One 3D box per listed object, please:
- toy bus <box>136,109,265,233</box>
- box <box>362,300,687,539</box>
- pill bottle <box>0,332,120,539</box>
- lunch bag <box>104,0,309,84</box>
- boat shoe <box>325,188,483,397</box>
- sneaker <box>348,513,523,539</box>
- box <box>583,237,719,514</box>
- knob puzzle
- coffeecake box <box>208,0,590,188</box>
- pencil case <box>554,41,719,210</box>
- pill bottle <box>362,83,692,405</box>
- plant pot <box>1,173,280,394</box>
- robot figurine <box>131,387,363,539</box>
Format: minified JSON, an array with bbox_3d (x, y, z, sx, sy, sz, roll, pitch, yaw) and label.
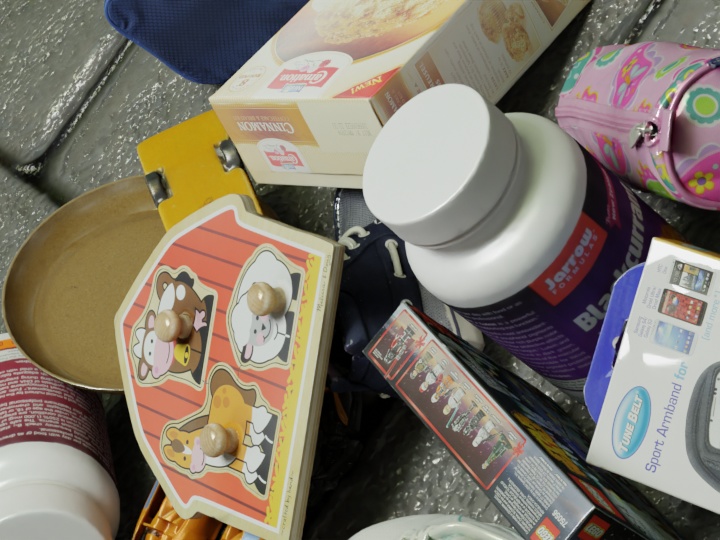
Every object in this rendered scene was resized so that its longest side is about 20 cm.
[{"bbox_3d":[-0.090,-0.020,1.337,0.065,0.078,0.200,-23,47,-2],"label":"toy bus"},{"bbox_3d":[0.098,0.104,1.060,0.040,0.137,0.200,-51,40,7],"label":"box"},{"bbox_3d":[-0.218,0.137,1.347,0.114,0.114,0.200,-43,29,13],"label":"pill bottle"},{"bbox_3d":[-0.093,-0.254,1.511,0.200,0.136,0.133,-34,44,23],"label":"lunch bag"},{"bbox_3d":[0.000,0.000,1.244,0.075,0.092,0.200,-66,32,30],"label":"boat shoe"},{"bbox_3d":[0.051,0.160,1.114,0.200,0.080,0.071,0,65,47],"label":"sneaker"},{"bbox_3d":[0.197,0.062,0.993,0.199,0.041,0.120,19,97,29],"label":"box"},{"bbox_3d":[-0.095,0.052,1.222,0.219,0.030,0.221,-4,85,49],"label":"knob puzzle"},{"bbox_3d":[0.026,-0.141,1.307,0.153,0.073,0.200,5,44,47],"label":"coffeecake box"},{"bbox_3d":[0.168,-0.081,1.113,0.088,0.087,0.200,-53,13,1],"label":"pencil case"},{"bbox_3d":[0.094,-0.014,1.099,0.111,0.200,0.112,-25,47,31],"label":"pill bottle"},{"bbox_3d":[-0.143,0.012,1.393,0.199,0.028,0.201,-5,47,5],"label":"plant pot"},{"bbox_3d":[-0.077,0.137,1.274,0.145,0.058,0.201,9,70,47],"label":"robot figurine"}]
